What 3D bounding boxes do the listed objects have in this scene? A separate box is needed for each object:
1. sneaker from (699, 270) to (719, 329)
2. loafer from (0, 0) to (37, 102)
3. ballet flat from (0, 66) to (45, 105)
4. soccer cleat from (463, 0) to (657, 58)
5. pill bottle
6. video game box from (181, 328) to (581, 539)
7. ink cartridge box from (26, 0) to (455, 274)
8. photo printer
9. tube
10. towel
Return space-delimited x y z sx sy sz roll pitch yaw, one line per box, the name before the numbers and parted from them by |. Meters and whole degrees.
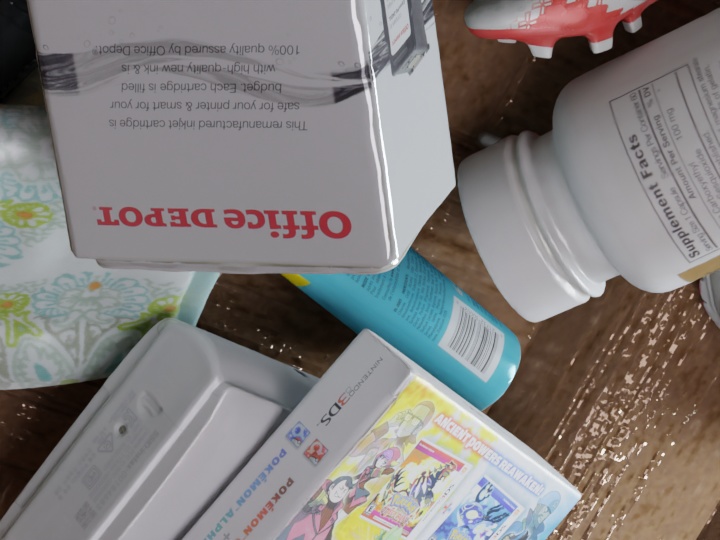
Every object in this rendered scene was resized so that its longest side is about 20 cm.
sneaker | 0.253 0.046 1.521 0.081 0.088 0.200 -40 122 1
loafer | -0.145 -0.141 1.279 0.068 0.070 0.201 32 100 -21
ballet flat | -0.120 -0.075 1.324 0.199 0.070 0.070 -26 124 18
soccer cleat | 0.136 -0.164 1.389 0.199 0.069 0.086 -19 113 -16
pill bottle | 0.154 -0.054 1.392 0.199 0.115 0.114 -25 124 18
video game box | -0.001 0.137 1.400 0.182 0.047 0.200 -47 146 3
ink cartridge box | -0.051 -0.107 1.150 0.145 0.083 0.201 2 115 21
photo printer | -0.069 0.119 1.412 0.167 0.069 0.200 -51 144 9
tube | 0.000 0.000 1.415 0.050 0.078 0.200 -31 129 26
towel | -0.147 -0.009 1.310 0.170 0.048 0.200 -3 148 -20
